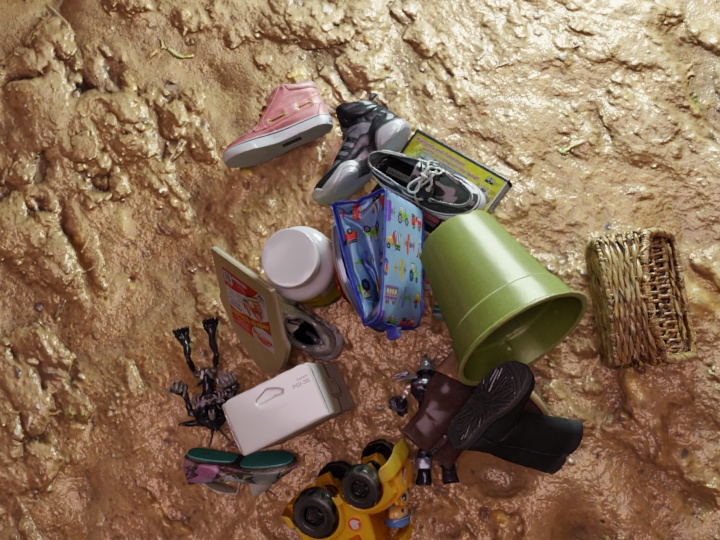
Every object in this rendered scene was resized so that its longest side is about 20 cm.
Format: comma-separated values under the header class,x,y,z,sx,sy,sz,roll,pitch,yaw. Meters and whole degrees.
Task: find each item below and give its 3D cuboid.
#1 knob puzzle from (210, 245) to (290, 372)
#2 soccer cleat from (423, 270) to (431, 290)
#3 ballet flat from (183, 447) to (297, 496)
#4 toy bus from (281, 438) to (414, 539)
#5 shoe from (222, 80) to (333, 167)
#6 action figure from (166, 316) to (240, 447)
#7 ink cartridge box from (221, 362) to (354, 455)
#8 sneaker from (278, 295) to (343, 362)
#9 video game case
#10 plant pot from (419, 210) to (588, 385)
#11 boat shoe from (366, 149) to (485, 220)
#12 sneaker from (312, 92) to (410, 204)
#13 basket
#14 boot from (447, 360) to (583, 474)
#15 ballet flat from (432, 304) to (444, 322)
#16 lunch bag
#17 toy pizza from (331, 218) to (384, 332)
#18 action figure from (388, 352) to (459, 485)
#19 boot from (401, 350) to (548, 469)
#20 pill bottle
class,x,y,z,sx,sy,sz,roll,pitch,yaw
knob puzzle,-0.162,0.075,1.132,0.030,0.220,0.220,-28,76,-30
soccer cleat,0.165,0.009,1.142,0.198,0.078,0.070,3,71,29
ballet flat,-0.193,0.329,1.163,0.198,0.069,0.072,-1,100,13
toy bus,0.012,0.376,1.073,0.199,0.136,0.193,-32,86,18
shoe,-0.152,-0.251,1.229,0.198,0.072,0.092,-22,78,1
action figure,-0.255,0.184,1.170,0.118,0.102,0.202,-14,79,-4
ink cartridge box,-0.103,0.207,1.089,0.146,0.200,0.083,-27,79,5
sneaker,-0.122,0.080,1.172,0.199,0.081,0.076,26,89,13
video game case,0.113,-0.112,1.154,0.200,0.025,0.181,36,90,33
plant pot,0.178,0.023,0.997,0.199,0.200,0.191,-31,59,4
boat shoe,0.098,-0.139,1.110,0.198,0.068,0.074,32,88,25
sneaker,-0.019,-0.206,1.200,0.200,0.075,0.114,-41,69,6
basket,0.423,0.039,1.053,0.147,0.143,0.202,-7,82,9
boot,0.245,0.211,1.010,0.165,0.199,0.066,-51,31,31
ballet flat,0.214,0.072,1.125,0.198,0.074,0.075,-11,81,11
lunch bag,0.042,0.001,1.051,0.093,0.150,0.202,-13,77,24
toy pizza,0.000,0.000,1.105,0.031,0.200,0.202,-19,79,21
action figure,0.108,0.230,1.121,0.129,0.069,0.202,-7,77,16
boot,0.173,0.224,1.075,0.199,0.072,0.167,36,80,-16
pill bottle,-0.085,-0.005,1.114,0.111,0.200,0.114,-1,82,10
